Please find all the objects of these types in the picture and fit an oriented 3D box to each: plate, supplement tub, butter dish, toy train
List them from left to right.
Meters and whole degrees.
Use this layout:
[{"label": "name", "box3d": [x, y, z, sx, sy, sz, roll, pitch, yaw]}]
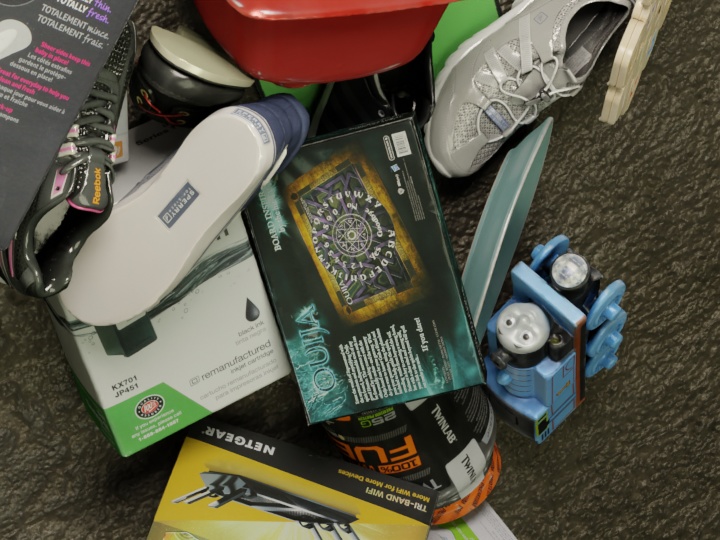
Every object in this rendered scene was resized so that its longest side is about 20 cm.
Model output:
[{"label": "butter dish", "box3d": [-0.037, -0.188, 1.424, 0.199, 0.200, 0.148, -10, 135, -27]}, {"label": "supplement tub", "box3d": [0.029, 0.098, 1.649, 0.122, 0.123, 0.200, -36, 127, -7]}, {"label": "plate", "box3d": [0.102, -0.024, 1.609, 0.026, 0.200, 0.201, 19, 111, 8]}, {"label": "toy train", "box3d": [0.147, 0.055, 1.674, 0.114, 0.087, 0.200, -46, 161, -13]}]

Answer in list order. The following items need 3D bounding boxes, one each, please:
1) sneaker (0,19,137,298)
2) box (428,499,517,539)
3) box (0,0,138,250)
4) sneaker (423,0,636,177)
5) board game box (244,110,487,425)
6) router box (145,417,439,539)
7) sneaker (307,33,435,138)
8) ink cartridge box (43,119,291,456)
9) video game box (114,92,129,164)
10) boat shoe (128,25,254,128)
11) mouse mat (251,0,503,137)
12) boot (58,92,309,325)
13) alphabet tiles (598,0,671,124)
[{"label": "sneaker", "box3d": [-0.181, -0.072, 1.365, 0.080, 0.086, 0.201, 6, 109, -39]}, {"label": "box", "box3d": [0.038, 0.257, 1.691, 0.176, 0.200, 0.097, -16, 127, -21]}, {"label": "box", "box3d": [-0.234, -0.134, 1.282, 0.122, 0.106, 0.200, 22, 102, -41]}, {"label": "sneaker", "box3d": [0.124, -0.149, 1.581, 0.075, 0.082, 0.200, 36, 92, -40]}, {"label": "board game box", "box3d": [0.000, 0.000, 1.513, 0.135, 0.028, 0.201, -13, 103, 10]}, {"label": "router box", "box3d": [-0.056, 0.208, 1.587, 0.199, 0.158, 0.052, 17, 138, 1]}, {"label": "sneaker", "box3d": [0.011, -0.112, 1.533, 0.072, 0.083, 0.200, -10, 128, -24]}, {"label": "ink cartridge box", "box3d": [-0.150, 0.009, 1.525, 0.146, 0.083, 0.200, -27, 125, -14]}, {"label": "video game box", "box3d": [-0.240, -0.147, 1.372, 0.182, 0.047, 0.201, -16, 123, -28]}, {"label": "boat shoe", "box3d": [-0.114, -0.122, 1.408, 0.074, 0.201, 0.063, 31, 94, -5]}, {"label": "mouse mat", "box3d": [0.013, -0.170, 1.564, 0.200, 0.008, 0.161, -29, 127, -11]}, {"label": "boot", "box3d": [-0.114, -0.039, 1.423, 0.200, 0.073, 0.090, -39, 176, 27]}, {"label": "alphabet tiles", "box3d": [0.217, -0.208, 1.562, 0.196, 0.015, 0.200, 90, 21, -64]}]
